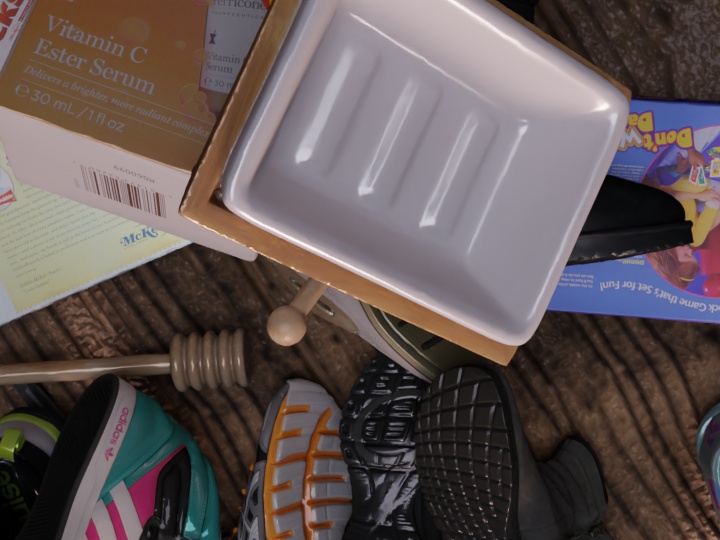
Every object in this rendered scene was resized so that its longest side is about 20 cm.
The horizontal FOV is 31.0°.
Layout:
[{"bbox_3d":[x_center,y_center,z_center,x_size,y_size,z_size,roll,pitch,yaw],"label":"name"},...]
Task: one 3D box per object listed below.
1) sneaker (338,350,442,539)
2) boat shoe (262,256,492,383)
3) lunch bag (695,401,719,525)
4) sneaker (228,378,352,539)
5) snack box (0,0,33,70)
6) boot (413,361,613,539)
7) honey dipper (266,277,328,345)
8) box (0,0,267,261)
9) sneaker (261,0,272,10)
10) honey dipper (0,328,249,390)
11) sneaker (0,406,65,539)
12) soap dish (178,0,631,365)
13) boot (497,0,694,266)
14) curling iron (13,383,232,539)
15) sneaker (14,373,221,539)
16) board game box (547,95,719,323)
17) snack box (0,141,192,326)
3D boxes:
[{"bbox_3d":[0.024,0.140,0.838,0.076,0.091,0.201,9,79,13],"label":"sneaker"},{"bbox_3d":[0.000,0.000,0.814,0.200,0.068,0.075,47,60,2],"label":"boat shoe"},{"bbox_3d":[0.321,0.128,0.813,0.199,0.077,0.161,-21,97,7],"label":"lunch bag"},{"bbox_3d":[-0.053,0.170,0.845,0.077,0.078,0.201,-2,82,45],"label":"sneaker"},{"bbox_3d":[-0.265,-0.101,0.809,0.072,0.024,0.201,27,88,12],"label":"snack box"},{"bbox_3d":[0.103,0.132,0.808,0.067,0.130,0.201,1,110,38],"label":"boot"},{"bbox_3d":[0.007,-0.034,0.771,0.038,0.038,0.200,35,66,-3],"label":"honey dipper"},{"bbox_3d":[-0.096,-0.132,0.737,0.152,0.106,0.201,18,71,0],"label":"box"},{"bbox_3d":[-0.014,-0.221,0.684,0.073,0.077,0.201,5,84,22],"label":"sneaker"},{"bbox_3d":[-0.172,0.064,0.843,0.199,0.038,0.038,-5,100,3],"label":"honey dipper"},{"bbox_3d":[-0.234,0.183,0.846,0.071,0.083,0.201,10,112,4],"label":"sneaker"},{"bbox_3d":[0.023,-0.062,0.635,0.200,0.081,0.158,25,88,-29],"label":"soap dish"},{"bbox_3d":[0.091,-0.081,0.748,0.197,0.073,0.163,-5,86,-11],"label":"boot"},{"bbox_3d":[-0.159,0.144,0.875,0.200,0.026,0.050,44,79,0],"label":"curling iron"},{"bbox_3d":[-0.150,0.179,0.800,0.121,0.083,0.201,33,71,-29],"label":"sneaker"},{"bbox_3d":[0.178,-0.040,0.808,0.199,0.045,0.135,5,101,3],"label":"board game box"},{"bbox_3d":[-0.210,-0.037,0.837,0.199,0.037,0.117,-23,96,7],"label":"snack box"}]
